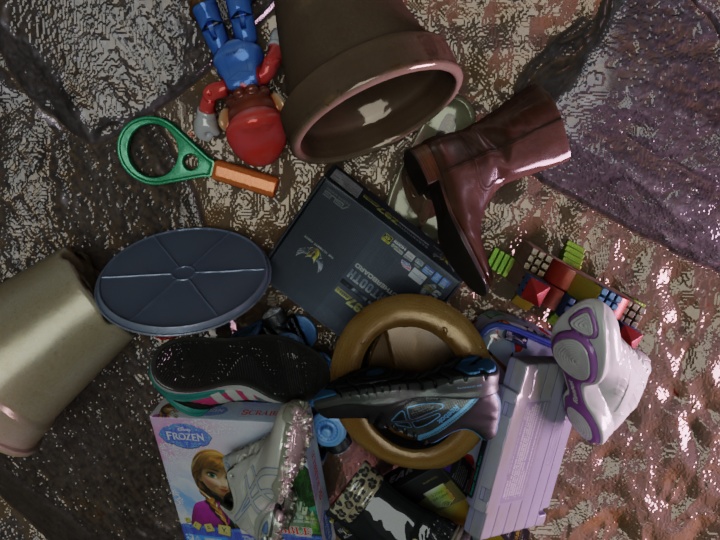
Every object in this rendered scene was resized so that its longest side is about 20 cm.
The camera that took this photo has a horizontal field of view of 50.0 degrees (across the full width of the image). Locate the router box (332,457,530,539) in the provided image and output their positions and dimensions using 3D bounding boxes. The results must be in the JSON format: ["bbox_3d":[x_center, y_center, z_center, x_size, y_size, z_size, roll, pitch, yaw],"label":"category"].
[{"bbox_3d":[0.081,0.317,0.946,0.158,0.052,0.199,47,123,-6],"label":"router box"}]

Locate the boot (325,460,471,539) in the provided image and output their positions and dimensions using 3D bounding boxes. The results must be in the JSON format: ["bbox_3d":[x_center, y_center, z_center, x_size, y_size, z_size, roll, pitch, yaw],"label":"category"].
[{"bbox_3d":[0.023,0.327,0.905,0.153,0.073,0.205,35,123,8],"label":"boot"}]

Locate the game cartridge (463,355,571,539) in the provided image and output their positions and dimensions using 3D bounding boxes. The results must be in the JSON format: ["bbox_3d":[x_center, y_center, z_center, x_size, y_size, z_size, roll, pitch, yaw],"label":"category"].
[{"bbox_3d":[0.183,0.193,0.858,0.128,0.038,0.204,7,101,-38],"label":"game cartridge"}]

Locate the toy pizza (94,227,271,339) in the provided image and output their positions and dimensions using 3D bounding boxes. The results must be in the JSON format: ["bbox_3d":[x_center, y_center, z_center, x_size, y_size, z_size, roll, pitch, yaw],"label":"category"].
[{"bbox_3d":[-0.198,0.015,0.874,0.196,0.202,0.032,1,125,2],"label":"toy pizza"}]

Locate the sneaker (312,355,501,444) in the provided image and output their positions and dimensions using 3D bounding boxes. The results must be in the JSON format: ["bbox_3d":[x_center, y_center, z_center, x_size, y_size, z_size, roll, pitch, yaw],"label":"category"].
[{"bbox_3d":[0.047,0.144,0.796,0.196,0.073,0.084,-6,103,13],"label":"sneaker"}]

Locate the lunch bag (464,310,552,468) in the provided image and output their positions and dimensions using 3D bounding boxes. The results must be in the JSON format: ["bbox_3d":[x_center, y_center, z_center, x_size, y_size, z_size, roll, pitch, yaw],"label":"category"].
[{"bbox_3d":[0.184,0.156,0.939,0.158,0.076,0.203,23,102,-4],"label":"lunch bag"}]

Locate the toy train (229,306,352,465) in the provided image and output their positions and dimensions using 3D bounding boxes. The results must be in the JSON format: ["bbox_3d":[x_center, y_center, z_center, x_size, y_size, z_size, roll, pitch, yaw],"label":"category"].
[{"bbox_3d":[-0.086,0.146,0.945,0.113,0.087,0.202,-23,101,16],"label":"toy train"}]

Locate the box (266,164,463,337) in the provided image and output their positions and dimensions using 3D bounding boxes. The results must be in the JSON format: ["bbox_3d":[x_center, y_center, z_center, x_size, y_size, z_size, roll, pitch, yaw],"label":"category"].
[{"bbox_3d":[0.000,0.000,0.907,0.199,0.051,0.158,38,119,-4],"label":"box"}]

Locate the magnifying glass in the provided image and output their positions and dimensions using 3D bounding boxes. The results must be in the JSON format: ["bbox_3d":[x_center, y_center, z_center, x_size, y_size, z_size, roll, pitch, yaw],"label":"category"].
[{"bbox_3d":[-0.196,-0.128,0.929,0.196,0.022,0.081,17,101,1],"label":"magnifying glass"}]

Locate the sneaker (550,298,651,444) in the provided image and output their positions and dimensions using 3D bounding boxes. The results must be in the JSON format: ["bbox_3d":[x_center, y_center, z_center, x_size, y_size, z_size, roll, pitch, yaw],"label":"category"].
[{"bbox_3d":[0.256,0.092,0.811,0.099,0.075,0.202,-33,135,-15],"label":"sneaker"}]

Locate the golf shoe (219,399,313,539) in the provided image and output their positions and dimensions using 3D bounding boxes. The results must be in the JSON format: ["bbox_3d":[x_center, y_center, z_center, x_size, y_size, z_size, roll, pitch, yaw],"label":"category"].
[{"bbox_3d":[-0.111,0.218,0.850,0.096,0.078,0.203,22,118,12],"label":"golf shoe"}]

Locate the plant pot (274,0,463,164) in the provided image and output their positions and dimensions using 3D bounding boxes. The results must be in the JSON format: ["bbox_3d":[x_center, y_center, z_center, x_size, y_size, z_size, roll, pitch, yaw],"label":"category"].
[{"bbox_3d":[-0.012,-0.239,0.826,0.197,0.200,0.177,-23,81,6],"label":"plant pot"}]

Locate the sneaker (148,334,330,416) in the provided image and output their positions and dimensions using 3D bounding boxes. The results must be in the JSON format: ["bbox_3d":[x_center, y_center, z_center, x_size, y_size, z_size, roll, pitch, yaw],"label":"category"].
[{"bbox_3d":[-0.142,0.121,0.867,0.196,0.121,0.085,8,73,-21],"label":"sneaker"}]

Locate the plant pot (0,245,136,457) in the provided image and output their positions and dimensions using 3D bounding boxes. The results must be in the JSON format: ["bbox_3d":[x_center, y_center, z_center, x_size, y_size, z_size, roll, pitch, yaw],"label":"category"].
[{"bbox_3d":[-0.372,0.077,0.899,0.183,0.200,0.202,-37,97,-2],"label":"plant pot"}]

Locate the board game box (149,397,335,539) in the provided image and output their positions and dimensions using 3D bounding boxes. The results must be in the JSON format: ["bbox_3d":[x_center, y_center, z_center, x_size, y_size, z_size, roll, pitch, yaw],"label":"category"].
[{"bbox_3d":[-0.141,0.253,0.940,0.196,0.041,0.203,-2,114,18],"label":"board game box"}]

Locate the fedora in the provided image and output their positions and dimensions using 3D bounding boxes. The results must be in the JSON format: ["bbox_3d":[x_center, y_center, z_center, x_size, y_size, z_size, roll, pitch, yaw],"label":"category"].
[{"bbox_3d":[0.061,0.119,0.869,0.197,0.082,0.205,3,103,11],"label":"fedora"}]

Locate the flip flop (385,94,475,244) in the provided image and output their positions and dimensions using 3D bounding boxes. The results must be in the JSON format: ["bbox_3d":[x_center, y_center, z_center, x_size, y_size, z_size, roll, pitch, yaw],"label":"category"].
[{"bbox_3d":[0.082,-0.106,0.900,0.080,0.058,0.203,21,102,-2],"label":"flip flop"}]

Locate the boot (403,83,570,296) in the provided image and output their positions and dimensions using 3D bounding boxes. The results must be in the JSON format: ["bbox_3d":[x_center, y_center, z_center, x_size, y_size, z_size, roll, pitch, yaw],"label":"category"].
[{"bbox_3d":[0.170,-0.095,0.864,0.198,0.064,0.189,-26,91,-18],"label":"boot"}]

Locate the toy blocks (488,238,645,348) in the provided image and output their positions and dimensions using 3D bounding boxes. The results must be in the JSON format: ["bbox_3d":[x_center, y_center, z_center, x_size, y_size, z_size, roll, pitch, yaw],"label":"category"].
[{"bbox_3d":[0.248,0.031,0.880,0.198,0.137,0.101,28,101,-3],"label":"toy blocks"}]

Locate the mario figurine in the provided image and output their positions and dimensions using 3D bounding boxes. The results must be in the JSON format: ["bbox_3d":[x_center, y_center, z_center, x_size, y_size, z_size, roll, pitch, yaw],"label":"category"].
[{"bbox_3d":[-0.135,-0.219,0.894,0.122,0.105,0.204,-14,90,41],"label":"mario figurine"}]
